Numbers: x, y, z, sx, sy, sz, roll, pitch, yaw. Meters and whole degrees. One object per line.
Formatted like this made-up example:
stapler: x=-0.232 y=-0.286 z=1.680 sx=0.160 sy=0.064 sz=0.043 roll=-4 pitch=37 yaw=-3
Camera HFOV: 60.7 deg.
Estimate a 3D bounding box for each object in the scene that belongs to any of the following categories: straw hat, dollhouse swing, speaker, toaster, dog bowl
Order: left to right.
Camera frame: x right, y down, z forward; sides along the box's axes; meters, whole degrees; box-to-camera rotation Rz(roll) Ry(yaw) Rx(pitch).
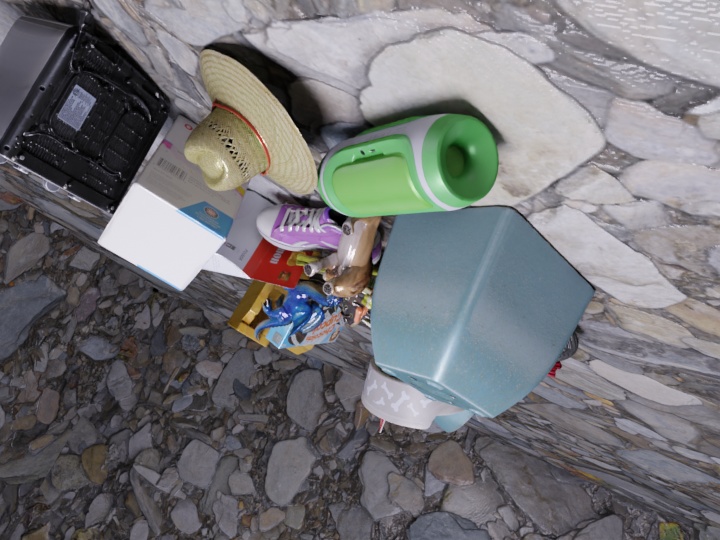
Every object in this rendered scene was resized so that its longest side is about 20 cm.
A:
toaster: x=-0.351 y=-0.195 z=0.755 sx=0.118 sy=0.200 sz=0.181 roll=23 pitch=173 yaw=25
straw hat: x=-0.141 y=-0.132 z=0.661 sx=0.201 sy=0.085 sz=0.201 roll=43 pitch=163 yaw=16
dollhouse swing: x=-0.110 y=0.057 z=1.114 sx=0.176 sy=0.200 sz=0.182 roll=34 pitch=170 yaw=-16
speaker: x=0.037 y=-0.097 z=0.600 sx=0.088 sy=0.089 sz=0.200 roll=35 pitch=163 yaw=-30
dog bowl: x=0.101 y=0.163 z=0.909 sx=0.199 sy=0.059 sz=0.200 roll=1 pitch=-168 yaw=0

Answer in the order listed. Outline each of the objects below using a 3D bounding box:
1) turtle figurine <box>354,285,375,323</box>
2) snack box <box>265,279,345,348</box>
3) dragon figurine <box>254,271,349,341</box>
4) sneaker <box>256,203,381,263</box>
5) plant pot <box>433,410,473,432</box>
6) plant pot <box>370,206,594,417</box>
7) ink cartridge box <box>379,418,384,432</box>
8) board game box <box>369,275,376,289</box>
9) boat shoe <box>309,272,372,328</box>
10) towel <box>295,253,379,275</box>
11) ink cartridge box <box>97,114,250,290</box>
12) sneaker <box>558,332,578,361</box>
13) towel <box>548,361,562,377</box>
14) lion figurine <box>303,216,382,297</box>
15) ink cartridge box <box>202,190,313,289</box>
turtle figurine: x=0.054 y=0.035 z=0.860 sx=0.064 sy=0.162 sz=0.200 roll=5 pitch=160 yaw=26
snack box: x=-0.078 y=0.076 z=1.099 sx=0.037 sy=0.116 sz=0.200 roll=33 pitch=-168 yaw=23
dragon figurine: x=-0.097 y=0.068 z=0.962 sx=0.099 sy=0.200 sz=0.059 roll=46 pitch=-162 yaw=16
sneaker: x=-0.065 y=-0.074 z=0.897 sx=0.200 sy=0.073 sz=0.114 roll=12 pitch=159 yaw=11
plant pot: x=0.153 y=0.165 z=1.100 sx=0.135 sy=0.200 sz=0.200 roll=34 pitch=165 yaw=0
plant pot: x=0.126 y=0.059 z=0.754 sx=0.196 sy=0.200 sz=0.196 roll=37 pitch=162 yaw=-32
ink cartridge box: x=0.047 y=0.165 z=1.133 sx=0.045 sy=0.177 sz=0.200 roll=17 pitch=-157 yaw=-4
board game box: x=0.064 y=0.039 z=1.061 sx=0.200 sy=0.035 sz=0.126 roll=11 pitch=173 yaw=45
boat shoe: x=0.001 y=0.062 z=0.991 sx=0.200 sy=0.065 sz=0.073 roll=28 pitch=167 yaw=2
towel: x=0.000 y=0.000 z=0.966 sx=0.200 sy=0.018 sz=0.086 roll=7 pitch=-172 yaw=-44
ink cartridge box: x=-0.242 y=-0.102 z=0.847 sx=0.128 sy=0.200 sz=0.125 roll=33 pitch=127 yaw=-20
sneaker: x=0.229 y=0.076 z=0.928 sx=0.199 sy=0.076 sz=0.076 roll=20 pitch=-166 yaw=16
towel: x=0.212 y=0.114 z=0.978 sx=0.199 sy=0.023 sz=0.145 roll=14 pitch=-168 yaw=10
lion figurine: x=-0.007 y=-0.041 z=0.786 sx=0.072 sy=0.200 sz=0.122 roll=38 pitch=-148 yaw=22
ink cartridge box: x=-0.173 y=-0.059 z=0.963 sx=0.199 sy=0.163 sz=0.057 roll=9 pitch=132 yaw=12
